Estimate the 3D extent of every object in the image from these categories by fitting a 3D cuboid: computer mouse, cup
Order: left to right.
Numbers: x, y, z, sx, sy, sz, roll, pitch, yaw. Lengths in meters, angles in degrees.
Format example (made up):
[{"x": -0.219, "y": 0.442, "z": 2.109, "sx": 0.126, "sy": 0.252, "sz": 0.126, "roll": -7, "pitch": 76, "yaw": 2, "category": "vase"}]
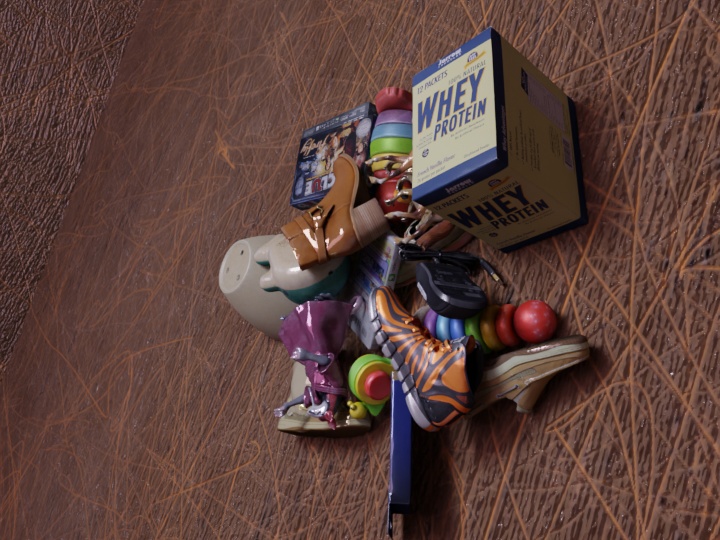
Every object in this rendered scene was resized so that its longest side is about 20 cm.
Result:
[{"x": -0.178, "y": 0.015, "z": 1.298, "sx": 0.199, "sy": 0.142, "sz": 0.203, "roll": -25, "pitch": 54, "yaw": 39, "category": "cup"}, {"x": 0.134, "y": 0.023, "z": 0.927, "sx": 0.200, "sy": 0.139, "sz": 0.047, "roll": -123, "pitch": 44, "yaw": -61, "category": "computer mouse"}]

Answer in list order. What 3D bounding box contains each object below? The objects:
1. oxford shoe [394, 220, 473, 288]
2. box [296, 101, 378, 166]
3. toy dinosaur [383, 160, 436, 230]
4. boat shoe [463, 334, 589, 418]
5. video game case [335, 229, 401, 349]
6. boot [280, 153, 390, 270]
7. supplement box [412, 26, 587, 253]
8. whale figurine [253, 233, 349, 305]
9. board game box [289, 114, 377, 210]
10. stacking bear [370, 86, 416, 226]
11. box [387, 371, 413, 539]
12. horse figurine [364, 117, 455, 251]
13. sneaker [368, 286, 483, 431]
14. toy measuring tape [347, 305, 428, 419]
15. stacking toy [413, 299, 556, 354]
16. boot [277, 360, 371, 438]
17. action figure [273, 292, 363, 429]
[{"x": 0.083, "y": -0.041, "z": 1.071, "sx": 0.200, "sy": 0.073, "sz": 0.071, "roll": -40, "pitch": 46, "yaw": 31, "category": "oxford shoe"}, {"x": -0.044, "y": -0.215, "z": 1.330, "sx": 0.199, "sy": 0.051, "sz": 0.160, "roll": -13, "pitch": 62, "yaw": 45, "category": "box"}, {"x": 0.091, "y": -0.144, "z": 1.040, "sx": 0.100, "sy": 0.058, "sz": 0.203, "roll": -3, "pitch": 71, "yaw": 32, "category": "toy dinosaur"}, {"x": 0.201, "y": 0.138, "z": 0.861, "sx": 0.199, "sy": 0.071, "sz": 0.077, "roll": -29, "pitch": 71, "yaw": 43, "category": "boat shoe"}, {"x": 0.000, "y": 0.000, "z": 1.136, "sx": 0.200, "sy": 0.022, "sz": 0.184, "roll": 45, "pitch": 128, "yaw": 55, "category": "video game case"}, {"x": -0.055, "y": -0.095, "z": 1.088, "sx": 0.153, "sy": 0.074, "sz": 0.201, "roll": -27, "pitch": 42, "yaw": 1, "category": "boot"}, {"x": 0.181, "y": -0.163, "z": 0.915, "sx": 0.133, "sy": 0.198, "sz": 0.203, "roll": -22, "pitch": 55, "yaw": 42, "category": "supplement box"}, {"x": -0.098, "y": -0.005, "z": 1.163, "sx": 0.159, "sy": 0.105, "sz": 0.199, "roll": -40, "pitch": 32, "yaw": -24, "category": "whale figurine"}, {"x": -0.044, "y": -0.190, "z": 1.252, "sx": 0.198, "sy": 0.034, "sz": 0.137, "roll": -7, "pitch": 69, "yaw": 46, "category": "board game box"}, {"x": 0.066, "y": -0.176, "z": 1.139, "sx": 0.114, "sy": 0.120, "sz": 0.203, "roll": 171, "pitch": 107, "yaw": -70, "category": "stacking bear"}, {"x": 0.055, "y": 0.250, "z": 0.932, "sx": 0.032, "sy": 0.121, "sz": 0.203, "roll": 1, "pitch": 66, "yaw": 6, "category": "box"}, {"x": 0.086, "y": -0.119, "z": 0.968, "sx": 0.131, "sy": 0.050, "sz": 0.202, "roll": -22, "pitch": 68, "yaw": 7, "category": "horse figurine"}, {"x": 0.091, "y": 0.091, "z": 0.883, "sx": 0.112, "sy": 0.077, "sz": 0.202, "roll": -37, "pitch": 70, "yaw": 29, "category": "sneaker"}, {"x": 0.037, "y": 0.127, "z": 1.022, "sx": 0.073, "sy": 0.073, "sz": 0.201, "roll": 30, "pitch": 86, "yaw": 52, "category": "toy measuring tape"}, {"x": 0.165, "y": 0.075, "z": 0.921, "sx": 0.198, "sy": 0.085, "sz": 0.087, "roll": -15, "pitch": 61, "yaw": 38, "category": "stacking toy"}, {"x": -0.053, "y": 0.188, "z": 1.124, "sx": 0.199, "sy": 0.072, "sz": 0.158, "roll": -15, "pitch": 60, "yaw": 48, "category": "boot"}, {"x": -0.057, "y": 0.148, "z": 1.063, "sx": 0.134, "sy": 0.147, "sz": 0.202, "roll": -54, "pitch": 46, "yaw": 47, "category": "action figure"}]
